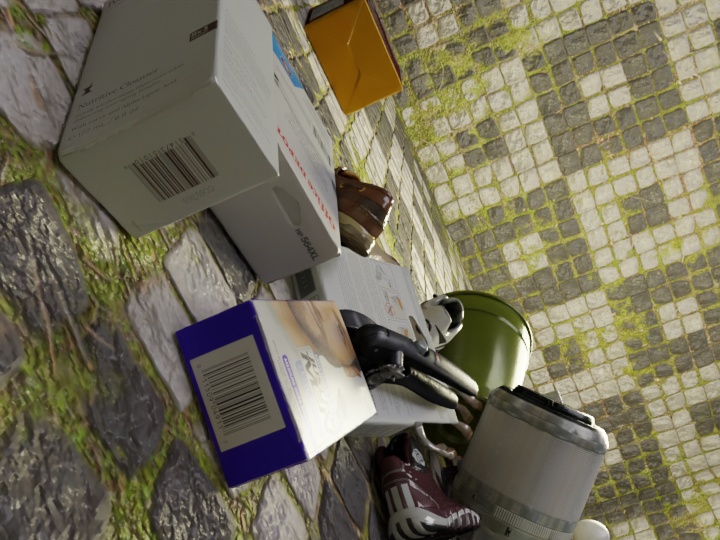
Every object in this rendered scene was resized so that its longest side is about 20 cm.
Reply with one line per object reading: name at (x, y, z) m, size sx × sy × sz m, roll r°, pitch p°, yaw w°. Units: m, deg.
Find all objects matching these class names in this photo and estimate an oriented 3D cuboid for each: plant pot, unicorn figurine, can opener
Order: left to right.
can opener at (0.055, 0.093, 0.715) m, size 0.200 × 0.063 × 0.079 m, roll 30°, pitch 40°, yaw -39°
unicorn figurine at (0.080, 0.164, 0.910) m, size 0.137 × 0.074 × 0.200 m, roll 35°, pitch 11°, yaw 5°
plant pot at (0.159, 0.167, 1.107) m, size 0.201 × 0.199 × 0.193 m, roll 62°, pitch 26°, yaw -26°

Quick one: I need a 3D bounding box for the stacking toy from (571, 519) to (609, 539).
stacking toy at (0.255, 0.405, 1.029) m, size 0.146 × 0.199 × 0.147 m, roll -21°, pitch 90°, yaw -78°

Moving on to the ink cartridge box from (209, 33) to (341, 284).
ink cartridge box at (-0.087, -0.110, 0.682) m, size 0.201 × 0.084 × 0.146 m, roll -96°, pitch 161°, yaw -51°

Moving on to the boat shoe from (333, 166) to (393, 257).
boat shoe at (-0.024, -0.074, 0.782) m, size 0.072 × 0.068 × 0.200 m, roll 41°, pitch -4°, yaw -30°

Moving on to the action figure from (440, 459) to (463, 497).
action figure at (0.219, 0.287, 1.072) m, size 0.130 × 0.199 × 0.070 m, roll -52°, pitch 120°, yaw -75°

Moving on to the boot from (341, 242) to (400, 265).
boot at (0.000, 0.000, 0.956) m, size 0.146 × 0.070 × 0.201 m, roll -45°, pitch 118°, yaw -68°

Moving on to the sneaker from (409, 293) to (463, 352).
sneaker at (0.105, 0.072, 0.993) m, size 0.074 × 0.088 × 0.200 m, roll 58°, pitch 11°, yaw 4°

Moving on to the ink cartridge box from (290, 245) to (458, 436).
ink cartridge box at (0.014, 0.074, 0.775) m, size 0.173 × 0.043 × 0.201 m, roll 17°, pitch 50°, yaw -50°

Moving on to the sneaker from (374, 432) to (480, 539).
sneaker at (0.073, 0.240, 0.816) m, size 0.200 × 0.075 × 0.116 m, roll 45°, pitch 23°, yaw -61°

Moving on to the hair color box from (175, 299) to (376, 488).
hair color box at (-0.053, 0.082, 0.555) m, size 0.200 × 0.064 × 0.110 m, roll 12°, pitch 56°, yaw -78°

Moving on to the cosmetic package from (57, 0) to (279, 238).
cosmetic package at (-0.122, -0.130, 0.499) m, size 0.201 × 0.112 × 0.081 m, roll -102°, pitch 165°, yaw -44°

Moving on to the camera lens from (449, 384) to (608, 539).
camera lens at (0.211, 0.259, 0.932) m, size 0.201 × 0.159 × 0.160 m, roll -67°, pitch 162°, yaw -2°

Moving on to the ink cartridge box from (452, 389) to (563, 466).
ink cartridge box at (0.247, 0.294, 1.171) m, size 0.083 × 0.199 × 0.148 m, roll 49°, pitch 22°, yaw -71°

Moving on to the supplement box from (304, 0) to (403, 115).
supplement box at (-0.011, -0.467, 1.531) m, size 0.200 × 0.132 × 0.198 m, roll -90°, pitch 155°, yaw -60°
